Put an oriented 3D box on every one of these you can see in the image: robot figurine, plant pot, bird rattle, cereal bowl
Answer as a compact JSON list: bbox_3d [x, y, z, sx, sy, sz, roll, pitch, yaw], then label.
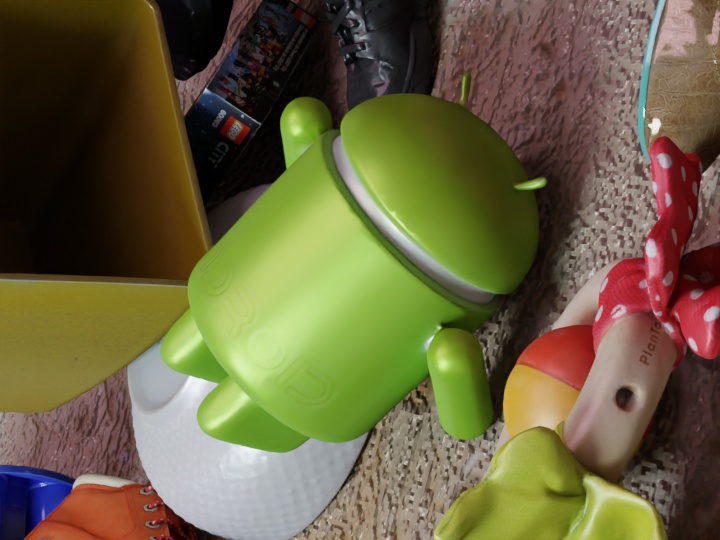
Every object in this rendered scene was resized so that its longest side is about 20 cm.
[{"bbox_3d":[0.000,0.000,1.094,0.200,0.116,0.176,-45,55,18],"label":"robot figurine"},{"bbox_3d":[-0.213,-0.026,1.251,0.176,0.200,0.200,122,142,-47],"label":"plant pot"},{"bbox_3d":[0.093,0.046,0.952,0.163,0.113,0.200,167,121,-76],"label":"bird rattle"},{"bbox_3d":[-0.068,0.044,1.248,0.200,0.083,0.200,-38,44,49],"label":"cereal bowl"}]

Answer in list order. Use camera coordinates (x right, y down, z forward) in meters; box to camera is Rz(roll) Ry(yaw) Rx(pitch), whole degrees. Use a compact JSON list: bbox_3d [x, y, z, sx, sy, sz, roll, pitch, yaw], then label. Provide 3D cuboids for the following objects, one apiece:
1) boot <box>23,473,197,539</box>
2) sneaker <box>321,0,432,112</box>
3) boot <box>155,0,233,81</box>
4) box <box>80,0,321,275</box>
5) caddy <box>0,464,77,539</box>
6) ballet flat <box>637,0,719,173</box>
[{"bbox_3d":[-0.114,0.160,1.272,0.200,0.075,0.107,6,49,43],"label":"boot"},{"bbox_3d":[-0.012,-0.169,1.232,0.060,0.104,0.200,-6,74,59],"label":"sneaker"},{"bbox_3d":[-0.054,-0.215,1.323,0.076,0.168,0.200,43,152,27],"label":"boot"},{"bbox_3d":[-0.102,-0.055,1.351,0.200,0.038,0.137,-53,7,33],"label":"box"},{"bbox_3d":[-0.239,0.180,1.417,0.200,0.141,0.105,-40,47,45],"label":"caddy"},{"bbox_3d":[0.171,-0.131,0.956,0.072,0.068,0.200,10,79,42],"label":"ballet flat"}]
